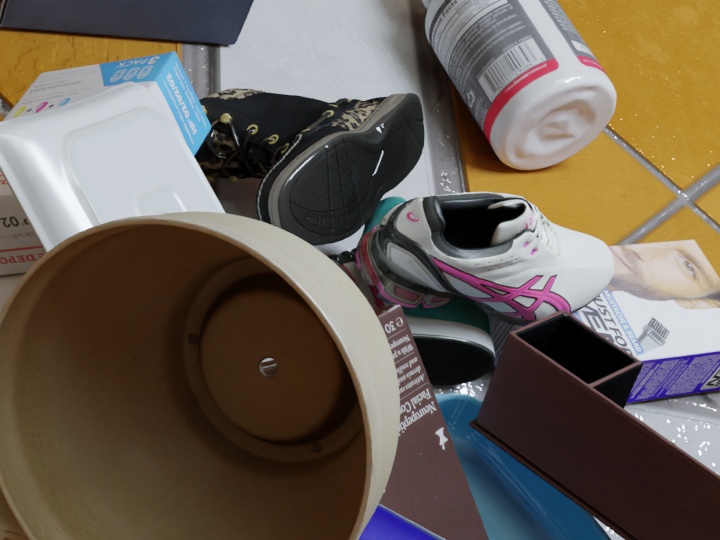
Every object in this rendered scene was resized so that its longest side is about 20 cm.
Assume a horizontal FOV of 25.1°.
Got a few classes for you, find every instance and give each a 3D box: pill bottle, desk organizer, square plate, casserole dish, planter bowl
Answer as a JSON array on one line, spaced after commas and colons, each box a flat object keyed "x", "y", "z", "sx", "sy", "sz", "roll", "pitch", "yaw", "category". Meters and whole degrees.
[{"x": 0.121, "y": -0.190, "z": 1.351, "sx": 0.111, "sy": 0.111, "sz": 0.200, "roll": -6, "pitch": 53, "yaw": -32, "category": "pill bottle"}, {"x": 0.174, "y": 0.113, "z": 1.029, "sx": 0.200, "sy": 0.077, "sz": 0.072, "roll": 35, "pitch": 33, "yaw": 29, "category": "desk organizer"}, {"x": -0.118, "y": -0.015, "z": 0.948, "sx": 0.200, "sy": 0.028, "sz": 0.198, "roll": 61, "pitch": 20, "yaw": -4, "category": "square plate"}, {"x": 0.084, "y": 0.166, "z": 1.050, "sx": 0.121, "sy": 0.039, "sz": 0.200, "roll": -24, "pitch": 63, "yaw": -41, "category": "casserole dish"}, {"x": -0.064, "y": 0.059, "z": 0.796, "sx": 0.200, "sy": 0.200, "sz": 0.135, "roll": 38, "pitch": 23, "yaw": 9, "category": "planter bowl"}]

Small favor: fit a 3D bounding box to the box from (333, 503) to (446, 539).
[{"x": -0.025, "y": 0.250, "z": 0.806, "sx": 0.105, "sy": 0.184, "sz": 0.200, "roll": 31, "pitch": 42, "yaw": -2, "category": "box"}]

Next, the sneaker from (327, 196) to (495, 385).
[{"x": 0.000, "y": 0.000, "z": 1.125, "sx": 0.200, "sy": 0.084, "sz": 0.121, "roll": 16, "pitch": 48, "yaw": -24, "category": "sneaker"}]

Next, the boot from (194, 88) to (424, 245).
[{"x": -0.058, "y": -0.079, "z": 1.129, "sx": 0.151, "sy": 0.073, "sz": 0.200, "roll": 8, "pitch": 30, "yaw": 27, "category": "boot"}]

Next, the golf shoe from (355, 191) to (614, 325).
[{"x": 0.101, "y": -0.011, "z": 1.089, "sx": 0.200, "sy": 0.092, "sz": 0.073, "roll": 3, "pitch": 63, "yaw": -33, "category": "golf shoe"}]

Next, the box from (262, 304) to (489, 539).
[{"x": 0.006, "y": 0.132, "z": 0.944, "sx": 0.100, "sy": 0.075, "sz": 0.200, "roll": -28, "pitch": 100, "yaw": -49, "category": "box"}]

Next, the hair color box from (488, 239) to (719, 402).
[{"x": 0.188, "y": 0.040, "z": 1.206, "sx": 0.200, "sy": 0.065, "sz": 0.109, "roll": -4, "pitch": 52, "yaw": -33, "category": "hair color box"}]

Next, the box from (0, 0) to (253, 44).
[{"x": -0.196, "y": -0.281, "z": 1.272, "sx": 0.200, "sy": 0.104, "sz": 0.182, "roll": 1, "pitch": 49, "yaw": -27, "category": "box"}]

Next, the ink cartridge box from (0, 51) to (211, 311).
[{"x": -0.191, "y": -0.057, "z": 1.051, "sx": 0.115, "sy": 0.068, "sz": 0.200, "roll": -6, "pitch": 36, "yaw": 25, "category": "ink cartridge box"}]

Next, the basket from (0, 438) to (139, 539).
[{"x": -0.221, "y": 0.116, "z": 0.871, "sx": 0.200, "sy": 0.123, "sz": 0.136, "roll": 16, "pitch": 46, "yaw": -16, "category": "basket"}]
